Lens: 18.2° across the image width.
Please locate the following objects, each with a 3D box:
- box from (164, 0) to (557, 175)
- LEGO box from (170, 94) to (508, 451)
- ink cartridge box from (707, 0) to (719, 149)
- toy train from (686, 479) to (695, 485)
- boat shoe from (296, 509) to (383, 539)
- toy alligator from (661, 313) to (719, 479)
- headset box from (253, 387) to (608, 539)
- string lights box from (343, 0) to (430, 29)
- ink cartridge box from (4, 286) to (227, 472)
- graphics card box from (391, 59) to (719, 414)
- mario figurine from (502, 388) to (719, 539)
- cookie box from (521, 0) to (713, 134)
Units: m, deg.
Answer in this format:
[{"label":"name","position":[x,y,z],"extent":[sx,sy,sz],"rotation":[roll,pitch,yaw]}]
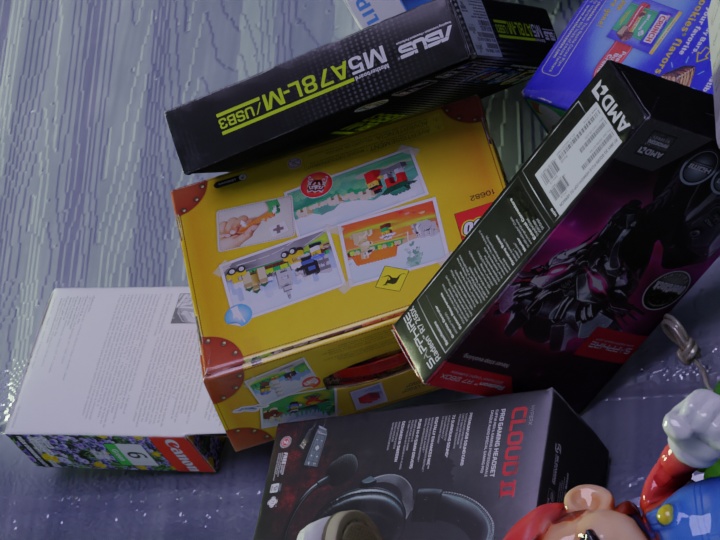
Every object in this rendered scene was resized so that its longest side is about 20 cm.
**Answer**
[{"label":"box","position":[0.008,-0.110,1.358],"extent":[0.192,0.200,0.048],"rotation":[-23,85,20]},{"label":"LEGO box","position":[0.000,0.000,1.315],"extent":[0.198,0.077,0.150],"rotation":[-17,49,3]},{"label":"ink cartridge box","position":[0.279,-0.136,1.158],"extent":[0.198,0.045,0.177],"rotation":[3,57,-3]},{"label":"toy train","position":[0.191,0.179,1.104],"extent":[0.034,0.046,0.201],"rotation":[-32,45,10]},{"label":"boat shoe","position":[-0.016,0.222,1.123],"extent":[0.068,0.075,0.202],"rotation":[-7,87,33]},{"label":"toy alligator","position":[0.195,0.097,1.153],"extent":[0.054,0.059,0.200],"rotation":[-40,45,1]},{"label":"headset box","position":[0.041,0.153,1.209],"extent":[0.199,0.077,0.150],"rotation":[-9,53,32]},{"label":"string lights box","position":[0.088,-0.217,1.442],"extent":[0.199,0.059,0.103],"rotation":[-28,17,14]},{"label":"ink cartridge box","position":[-0.114,0.068,1.399],"extent":[0.198,0.050,0.110],"rotation":[0,57,25]},{"label":"graphics card box","position":[0.123,-0.012,1.191],"extent":[0.200,0.125,0.051],"rotation":[-52,46,26]},{"label":"mario figurine","position":[0.150,0.138,1.059],"extent":[0.198,0.106,0.124],"rotation":[-18,48,18]},{"label":"cookie box","position":[0.221,-0.122,1.291],"extent":[0.199,0.075,0.172],"rotation":[23,73,43]}]
